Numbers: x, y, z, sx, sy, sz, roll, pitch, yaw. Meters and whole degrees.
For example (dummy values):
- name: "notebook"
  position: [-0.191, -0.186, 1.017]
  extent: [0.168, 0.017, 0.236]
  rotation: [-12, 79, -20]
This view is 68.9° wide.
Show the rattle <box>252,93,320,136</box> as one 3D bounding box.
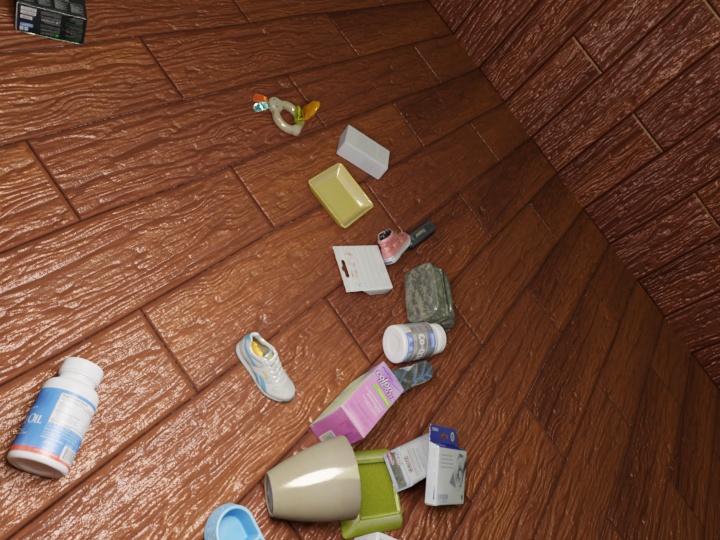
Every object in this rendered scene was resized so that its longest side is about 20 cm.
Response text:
- name: "rattle"
  position: [-0.261, -0.573, 1.812]
  extent: [0.198, 0.141, 0.133]
  rotation: [37, 64, -21]

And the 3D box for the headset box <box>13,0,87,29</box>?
- name: "headset box"
  position: [-0.870, -0.760, 1.467]
  extent: [0.169, 0.092, 0.206]
  rotation: [-2, 64, -39]

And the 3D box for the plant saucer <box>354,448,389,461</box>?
- name: "plant saucer"
  position: [0.029, 0.573, 1.375]
  extent: [0.194, 0.048, 0.207]
  rotation: [9, 58, -34]

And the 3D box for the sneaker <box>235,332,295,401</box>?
- name: "sneaker"
  position: [-0.236, 0.250, 1.344]
  extent: [0.201, 0.080, 0.077]
  rotation: [49, 43, -4]

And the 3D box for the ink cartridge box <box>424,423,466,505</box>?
- name: "ink cartridge box"
  position: [0.245, 0.549, 1.482]
  extent: [0.198, 0.039, 0.208]
  rotation: [29, 62, -52]

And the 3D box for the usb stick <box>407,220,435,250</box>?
- name: "usb stick"
  position: [0.225, -0.135, 1.995]
  extent: [0.056, 0.032, 0.198]
  rotation: [53, 45, 1]

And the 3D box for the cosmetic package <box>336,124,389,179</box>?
- name: "cosmetic package"
  position: [0.012, -0.448, 1.994]
  extent: [0.196, 0.071, 0.104]
  rotation: [28, 49, -22]

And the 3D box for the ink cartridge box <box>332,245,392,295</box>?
- name: "ink cartridge box"
  position: [0.000, 0.000, 1.721]
  extent: [0.194, 0.050, 0.166]
  rotation: [-4, 66, -37]

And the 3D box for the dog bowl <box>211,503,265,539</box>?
- name: "dog bowl"
  position: [-0.254, 0.600, 1.127]
  extent: [0.110, 0.049, 0.204]
  rotation: [-23, 78, -44]

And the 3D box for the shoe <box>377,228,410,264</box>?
- name: "shoe"
  position: [0.118, -0.109, 1.831]
  extent: [0.201, 0.069, 0.094]
  rotation: [-52, 127, -53]

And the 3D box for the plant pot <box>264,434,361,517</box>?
- name: "plant pot"
  position: [-0.120, 0.501, 1.225]
  extent: [0.193, 0.188, 0.194]
  rotation: [-3, 63, -24]

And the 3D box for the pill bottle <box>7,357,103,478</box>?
- name: "pill bottle"
  position: [-0.582, 0.281, 1.022]
  extent: [0.110, 0.112, 0.205]
  rotation: [26, 48, -22]

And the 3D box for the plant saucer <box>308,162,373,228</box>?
- name: "plant saucer"
  position: [-0.074, -0.252, 1.818]
  extent: [0.202, 0.048, 0.199]
  rotation: [51, 44, -1]

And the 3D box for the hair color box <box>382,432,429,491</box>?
- name: "hair color box"
  position: [0.149, 0.527, 1.453]
  extent: [0.197, 0.060, 0.102]
  rotation: [7, 57, -57]

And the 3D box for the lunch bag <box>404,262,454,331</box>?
- name: "lunch bag"
  position: [0.248, 0.094, 1.802]
  extent: [0.166, 0.137, 0.207]
  rotation: [28, 47, -43]

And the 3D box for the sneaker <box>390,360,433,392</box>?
- name: "sneaker"
  position: [0.128, 0.335, 1.594]
  extent: [0.193, 0.077, 0.078]
  rotation: [-9, 70, -22]

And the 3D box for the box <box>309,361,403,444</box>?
- name: "box"
  position: [-0.009, 0.364, 1.385]
  extent: [0.098, 0.176, 0.199]
  rotation: [50, 44, 2]

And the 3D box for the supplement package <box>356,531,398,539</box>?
- name: "supplement package"
  position: [0.038, 0.743, 1.227]
  extent: [0.107, 0.113, 0.205]
  rotation: [29, 47, -20]

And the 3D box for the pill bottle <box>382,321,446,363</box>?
- name: "pill bottle"
  position: [0.175, 0.225, 1.667]
  extent: [0.194, 0.113, 0.117]
  rotation: [-1, 63, -38]
